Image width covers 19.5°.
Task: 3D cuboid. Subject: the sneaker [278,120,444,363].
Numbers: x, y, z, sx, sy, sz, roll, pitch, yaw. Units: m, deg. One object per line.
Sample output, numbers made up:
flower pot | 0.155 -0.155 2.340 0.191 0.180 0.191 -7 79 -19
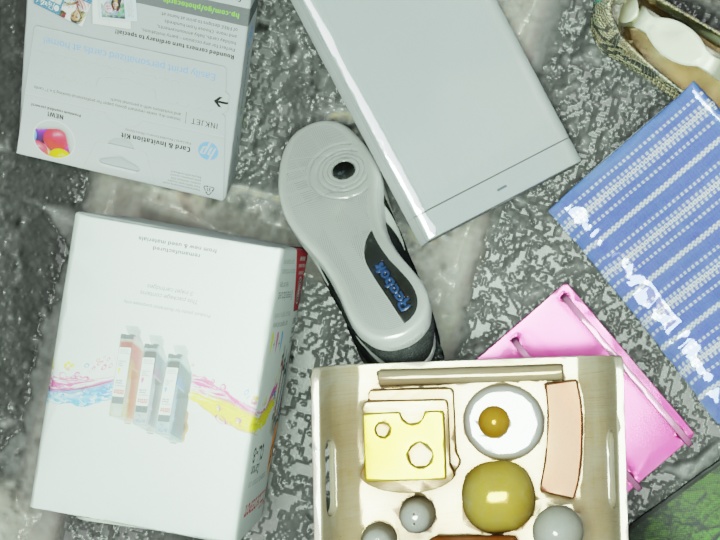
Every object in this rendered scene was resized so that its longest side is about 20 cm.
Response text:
sneaker | 0.000 0.000 1.449 0.073 0.112 0.201 -21 54 -2

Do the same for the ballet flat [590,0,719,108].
ballet flat | 0.244 -0.131 1.424 0.199 0.075 0.068 33 89 4

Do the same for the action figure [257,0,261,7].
action figure | -0.127 -0.292 1.457 0.199 0.105 0.195 12 84 16

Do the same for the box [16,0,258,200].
box | -0.151 -0.156 1.426 0.155 0.041 0.201 13 123 5

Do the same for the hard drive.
hard drive | 0.051 -0.135 1.442 0.131 0.027 0.201 -27 87 -20

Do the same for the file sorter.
file sorter | 0.109 0.126 1.411 0.200 0.125 0.139 -41 86 4

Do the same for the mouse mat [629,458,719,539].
mouse mat | 0.300 0.187 1.425 0.200 0.008 0.161 -40 87 22

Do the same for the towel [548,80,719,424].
towel | 0.237 -0.007 1.419 0.145 0.024 0.200 -41 84 29

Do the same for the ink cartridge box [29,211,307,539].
ink cartridge box | -0.127 0.071 1.420 0.144 0.145 0.201 10 92 5

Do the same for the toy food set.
toy food set | 0.069 0.129 1.322 0.199 0.060 0.145 -2 89 6
